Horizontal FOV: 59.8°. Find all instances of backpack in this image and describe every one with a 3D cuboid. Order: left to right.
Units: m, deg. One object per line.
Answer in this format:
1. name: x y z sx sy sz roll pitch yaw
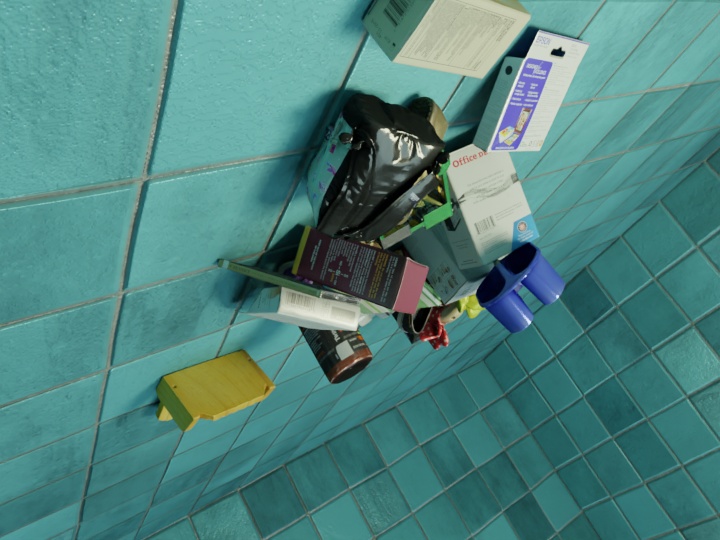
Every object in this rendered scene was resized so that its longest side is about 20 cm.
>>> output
1. backpack: 0.007 -0.138 0.883 0.164 0.128 0.201 15 131 -27

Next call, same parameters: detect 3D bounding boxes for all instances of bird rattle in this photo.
1. bird rattle: 0.198 0.072 1.387 0.111 0.165 0.201 19 133 -22

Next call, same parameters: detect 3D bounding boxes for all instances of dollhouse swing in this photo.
1. dollhouse swing: -0.321 0.293 1.348 0.198 0.181 0.178 -15 134 -43

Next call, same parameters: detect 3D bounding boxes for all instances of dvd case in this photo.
1. dvd case: -0.113 0.020 1.025 0.148 0.197 0.016 17 88 -65

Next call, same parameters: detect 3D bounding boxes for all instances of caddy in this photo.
1. caddy: 0.273 0.021 1.114 0.141 0.105 0.200 -44 -177 10

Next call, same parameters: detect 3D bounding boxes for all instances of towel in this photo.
1. towel: 0.047 0.041 1.266 0.197 0.024 0.152 -10 145 36

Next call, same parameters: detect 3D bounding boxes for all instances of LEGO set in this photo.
1. LEGO set: 0.061 -0.136 1.072 0.198 0.116 0.155 -35 131 -7

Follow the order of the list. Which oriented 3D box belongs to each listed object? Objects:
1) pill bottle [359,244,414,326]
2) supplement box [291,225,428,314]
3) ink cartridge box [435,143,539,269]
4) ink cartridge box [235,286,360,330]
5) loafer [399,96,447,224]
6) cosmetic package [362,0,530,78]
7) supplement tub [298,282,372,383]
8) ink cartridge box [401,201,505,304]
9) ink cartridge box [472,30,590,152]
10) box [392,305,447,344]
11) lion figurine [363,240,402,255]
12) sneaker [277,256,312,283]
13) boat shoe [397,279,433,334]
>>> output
1. pill bottle: 0.061 0.037 1.415 0.198 0.112 0.111 -35 160 5
2. supplement box: 0.000 0.000 1.049 0.110 0.197 0.087 18 90 -64
3. ink cartridge box: 0.218 -0.124 1.139 0.143 0.204 0.083 -24 -175 -24
4. ink cartridge box: -0.116 0.070 1.120 0.160 0.051 0.199 16 171 -30
5. loafer: 0.084 -0.156 0.950 0.067 0.076 0.203 10 109 -39
6. cosmetic package: 0.108 -0.303 0.755 0.198 0.072 0.105 -10 150 -49
7. supplement tub: -0.065 0.120 1.278 0.106 0.202 0.107 -29 162 -11
8. ink cartridge box: 0.191 -0.051 1.279 0.173 0.202 0.084 -14 153 -42
9. ink cartridge box: 0.289 -0.300 1.057 0.196 0.043 0.203 -13 132 -47
10. box: 0.144 0.068 1.564 0.123 0.150 0.201 -30 161 -11
11. lion figurine: 0.014 -0.024 1.263 0.120 0.074 0.200 -16 163 -9
12. sneaker: -0.110 0.034 1.183 0.080 0.084 0.201 -22 157 -27
13. boat shoe: 0.139 0.040 1.323 0.069 0.066 0.203 26 87 -31
